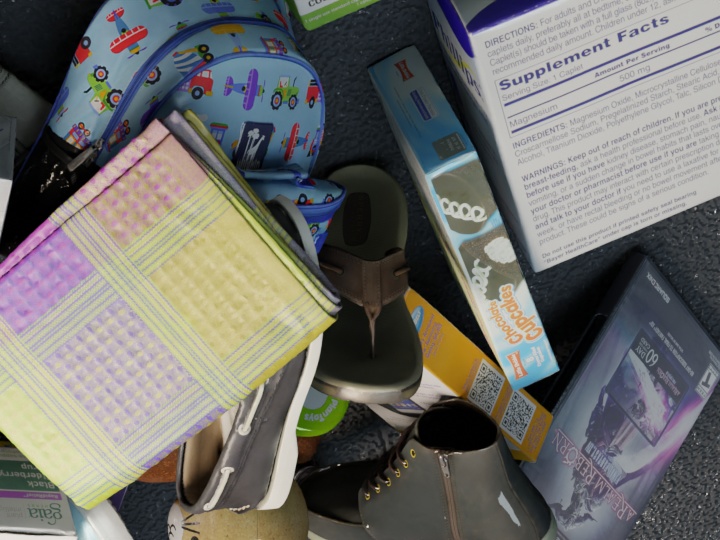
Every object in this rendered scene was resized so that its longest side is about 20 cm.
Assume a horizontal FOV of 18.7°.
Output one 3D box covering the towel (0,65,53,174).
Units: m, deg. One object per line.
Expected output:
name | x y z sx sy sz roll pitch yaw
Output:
towel | -0.286 -0.067 1.256 0.192 0.035 0.200 -41 131 13

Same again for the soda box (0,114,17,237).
soda box | -0.241 0.006 1.219 0.068 0.064 0.201 10 125 -13

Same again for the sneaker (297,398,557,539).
sneaker | 0.028 0.129 1.432 0.199 0.075 0.107 1 130 33

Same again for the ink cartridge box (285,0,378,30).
ink cartridge box | -0.004 -0.252 1.189 0.147 0.076 0.201 -24 134 -2

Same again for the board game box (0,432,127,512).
board game box | -0.259 0.186 1.461 0.164 0.057 0.201 6 125 -24

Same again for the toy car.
toy car | -0.094 0.150 1.364 0.156 0.164 0.202 0 87 -21

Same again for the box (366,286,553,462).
box | 0.026 0.058 1.431 0.200 0.118 0.042 44 64 -40

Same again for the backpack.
backpack | -0.095 -0.066 1.254 0.182 0.134 0.201 3 121 -48

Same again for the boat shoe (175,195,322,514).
boat shoe | -0.067 0.052 1.221 0.060 0.074 0.201 -8 128 -27

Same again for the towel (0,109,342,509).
towel | -0.121 0.025 1.173 0.200 0.023 0.144 -40 100 16

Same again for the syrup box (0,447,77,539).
syrup box | -0.252 0.209 1.389 0.078 0.082 0.201 6 124 -29

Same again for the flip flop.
flip flop | 0.000 0.000 1.315 0.080 0.201 0.058 4 136 -1

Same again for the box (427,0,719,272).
box | 0.152 -0.129 1.333 0.183 0.105 0.201 -22 133 -3

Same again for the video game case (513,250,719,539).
video game case | 0.177 0.107 1.528 0.143 0.019 0.201 46 70 -42

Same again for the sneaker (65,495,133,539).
sneaker | -0.187 0.222 1.418 0.082 0.074 0.201 -32 140 -32

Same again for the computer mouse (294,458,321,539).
computer mouse | 0.044 0.160 1.568 0.198 0.053 0.139 -14 126 0

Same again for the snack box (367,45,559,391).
snack box | 0.066 -0.030 1.372 0.037 0.117 0.201 -25 133 -1
